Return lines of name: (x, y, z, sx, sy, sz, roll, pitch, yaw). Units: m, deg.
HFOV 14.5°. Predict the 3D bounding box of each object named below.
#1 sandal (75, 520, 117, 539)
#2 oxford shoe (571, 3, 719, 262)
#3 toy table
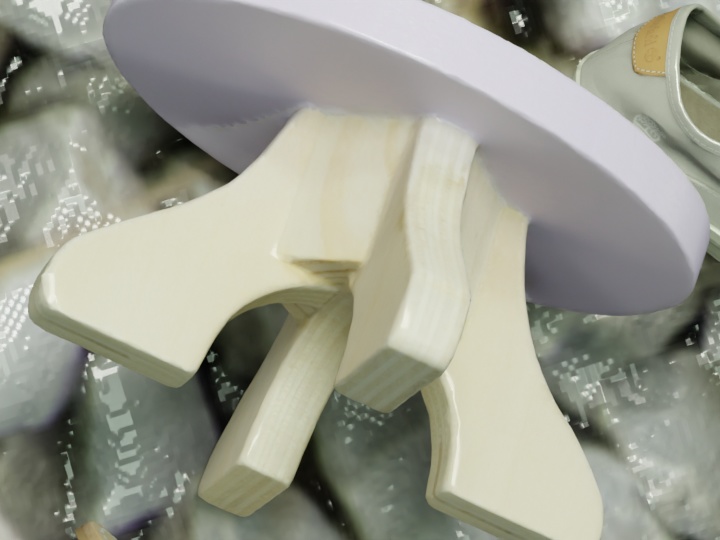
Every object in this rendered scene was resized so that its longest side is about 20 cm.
sandal: (0.006, 0.139, 0.878, 0.070, 0.078, 0.212, -40, 87, -2)
oxford shoe: (0.160, -0.019, 0.930, 0.200, 0.058, 0.075, 34, 42, -7)
toy table: (0.000, 0.000, 0.858, 0.200, 0.184, 0.117, 21, 65, -1)
